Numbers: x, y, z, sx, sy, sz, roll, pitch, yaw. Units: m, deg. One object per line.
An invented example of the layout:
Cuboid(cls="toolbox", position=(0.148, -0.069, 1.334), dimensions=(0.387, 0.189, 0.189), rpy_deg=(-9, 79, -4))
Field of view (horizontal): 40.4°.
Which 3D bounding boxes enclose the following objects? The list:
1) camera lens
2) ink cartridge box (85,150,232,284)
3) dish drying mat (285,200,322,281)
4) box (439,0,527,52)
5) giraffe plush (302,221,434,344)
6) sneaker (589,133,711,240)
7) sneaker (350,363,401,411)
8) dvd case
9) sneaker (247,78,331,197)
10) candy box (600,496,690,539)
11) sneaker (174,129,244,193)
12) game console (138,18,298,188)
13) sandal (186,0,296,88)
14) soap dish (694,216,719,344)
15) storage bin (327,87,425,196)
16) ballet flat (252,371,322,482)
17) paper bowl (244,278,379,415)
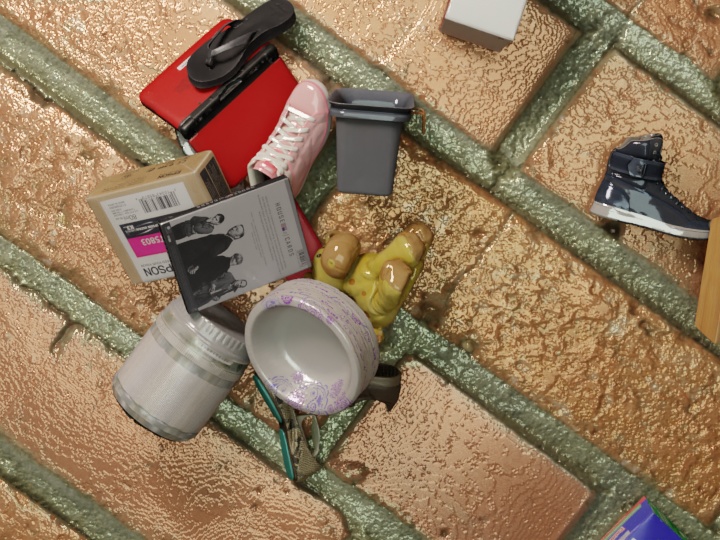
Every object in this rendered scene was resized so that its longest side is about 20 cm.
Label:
Cuboid(cls="camera lens", position=(-0.274, 0.151, 1.518), dimensions=(0.160, 0.160, 0.200), rpy_deg=(37, 96, -3))
Cuboid(cls="ink cartridge box", position=(-0.287, -0.077, 1.482), dimensions=(0.199, 0.075, 0.165), rpy_deg=(-11, 119, 22))
Cuboid(cls="dish drying mat", position=(-0.096, -0.024, 1.566), dimensions=(0.077, 0.018, 0.201), rpy_deg=(-30, 93, 2))
Cuboid(cls="box", position=(0.200, -0.442, 1.444), dimensions=(0.106, 0.152, 0.201), rpy_deg=(19, 96, -1))
Cuboid(cls="giraffe plush", position=(0.000, 0.000, 1.508), dimensions=(0.162, 0.173, 0.201), rpy_deg=(26, 121, 7))
Cuboid(cls="sneaker", position=(0.473, -0.131, 1.508), dimensions=(0.201, 0.077, 0.147), rpy_deg=(15, 99, 1))
Cuboid(cls="sneaker", position=(-0.035, 0.185, 1.562), dimensions=(0.199, 0.070, 0.076), rpy_deg=(7, 112, 8))
Cuboid(cls="dvd case", position=(-0.180, -0.038, 1.431), dimensions=(0.199, 0.025, 0.151), rpy_deg=(-22, 117, -17))
Cuboid(cls="sneaker", position=(-0.108, -0.187, 1.468), dimensions=(0.075, 0.105, 0.201), rpy_deg=(28, 113, 15))
Cuboid(cls="candy box", position=(0.476, 0.500, 1.578), dimensions=(0.200, 0.077, 0.169), rpy_deg=(43, 97, -4))
Cuboid(cls="sneaker", position=(-0.215, -0.156, 1.530), dimensions=(0.087, 0.075, 0.201), rpy_deg=(-26, 96, -1))
Cuboid(cls="game console", position=(-0.207, -0.260, 1.512), dimensions=(0.172, 0.119, 0.200), rpy_deg=(35, 71, 27))
Cuboid(cls="sandal", position=(-0.186, -0.350, 1.466), dimensions=(0.076, 0.043, 0.200), rpy_deg=(38, 73, 27))
Cuboid(cls="soap dish", position=(0.591, 0.012, 1.491), dimensions=(0.157, 0.081, 0.201), rpy_deg=(2, 98, -34))
Cuboid(cls="storage bin", position=(0.023, -0.193, 1.465), dimensions=(0.145, 0.200, 0.135), rpy_deg=(4, 108, 1))
Cuboid(cls="ballet flat", position=(-0.110, 0.241, 1.580), dimensions=(0.075, 0.068, 0.201), rpy_deg=(-22, 101, -18))
Cuboid(cls="paper bowl", position=(-0.064, 0.104, 1.451), dimensions=(0.200, 0.104, 0.202), rpy_deg=(17, 126, 24))
